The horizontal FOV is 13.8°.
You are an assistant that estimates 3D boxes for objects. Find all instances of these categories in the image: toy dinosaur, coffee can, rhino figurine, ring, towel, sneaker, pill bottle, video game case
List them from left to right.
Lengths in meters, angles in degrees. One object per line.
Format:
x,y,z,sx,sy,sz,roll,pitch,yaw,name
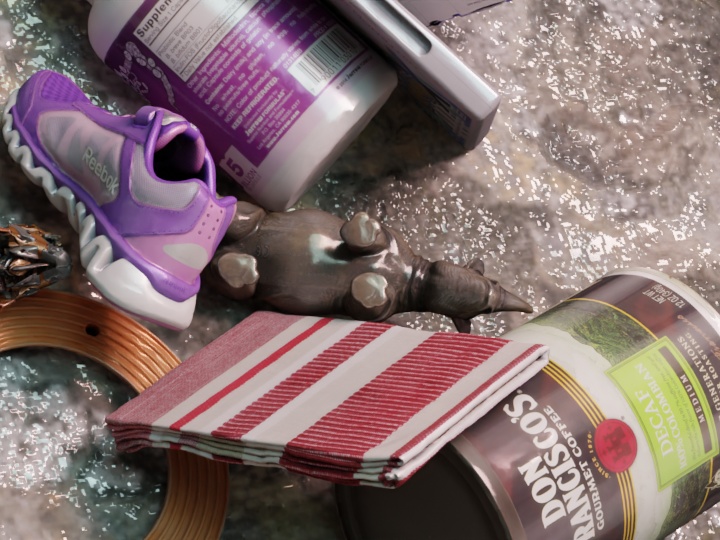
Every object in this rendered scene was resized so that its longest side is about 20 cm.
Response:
-0.247,0.013,1.548,0.199,0.136,0.103,-27,109,-14,toy dinosaur
-0.165,0.101,1.586,0.199,0.019,0.202,11,59,-19,ring
-0.125,-0.057,1.616,0.080,0.089,0.200,21,22,-42,sneaker
-0.085,-0.137,1.705,0.200,0.112,0.112,42,53,2,pill bottle
-0.018,0.066,1.567,0.144,0.199,0.023,-36,122,-44,towel
0.000,0.000,1.663,0.199,0.087,0.060,11,82,0,rhino figurine
0.005,-0.143,1.714,0.182,0.200,0.022,42,89,2,video game case
0.104,0.102,1.635,0.199,0.146,0.147,-28,77,-35,coffee can

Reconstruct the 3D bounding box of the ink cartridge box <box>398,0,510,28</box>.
0.024,-0.217,1.763,0.200,0.136,0.077,45,65,-19,ink cartridge box
